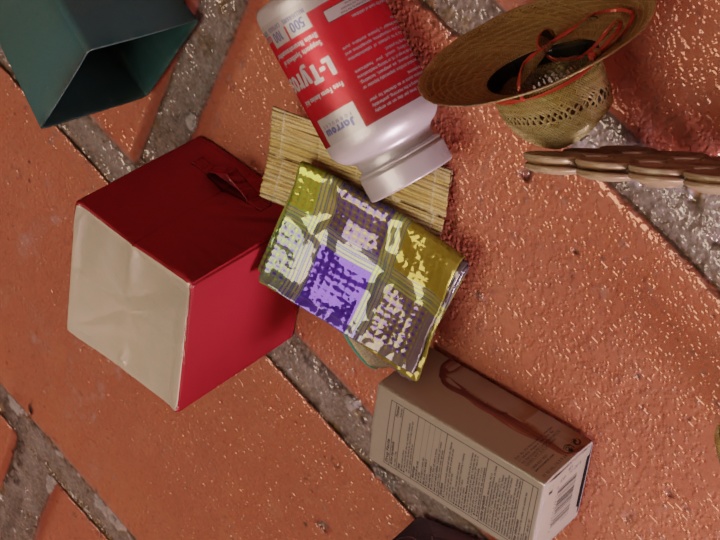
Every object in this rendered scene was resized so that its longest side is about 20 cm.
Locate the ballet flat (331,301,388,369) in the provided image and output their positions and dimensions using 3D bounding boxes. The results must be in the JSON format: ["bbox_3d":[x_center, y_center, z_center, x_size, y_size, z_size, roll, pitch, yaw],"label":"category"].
[{"bbox_3d":[-0.007,0.004,1.750,0.062,0.067,0.201,-25,96,35],"label":"ballet flat"}]

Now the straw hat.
[{"bbox_3d":[0.152,-0.144,1.422,0.200,0.201,0.086,1,126,44],"label":"straw hat"}]

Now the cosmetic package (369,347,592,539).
[{"bbox_3d":[0.113,0.172,1.714,0.199,0.087,0.104,30,133,27],"label":"cosmetic package"}]

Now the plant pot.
[{"bbox_3d":[-0.293,-0.278,1.809,0.201,0.141,0.141,57,139,12],"label":"plant pot"}]

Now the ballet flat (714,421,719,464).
[{"bbox_3d":[0.380,0.193,1.492,0.200,0.071,0.071,39,135,20],"label":"ballet flat"}]

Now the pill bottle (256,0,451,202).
[{"bbox_3d":[-0.001,-0.169,1.601,0.112,0.112,0.201,-25,95,49],"label":"pill bottle"}]

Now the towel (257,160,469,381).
[{"bbox_3d":[0.000,0.000,1.696,0.199,0.023,0.144,34,119,16],"label":"towel"}]

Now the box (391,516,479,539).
[{"bbox_3d":[0.102,0.353,1.800,0.199,0.132,0.116,16,126,37],"label":"box"}]

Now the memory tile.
[{"bbox_3d":[0.242,-0.079,1.392,0.199,0.153,0.017,10,102,42],"label":"memory tile"}]

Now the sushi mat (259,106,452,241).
[{"bbox_3d":[-0.006,-0.082,1.695,0.199,0.012,0.096,21,113,21],"label":"sushi mat"}]

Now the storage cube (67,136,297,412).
[{"bbox_3d":[-0.177,0.000,1.825,0.170,0.179,0.201,34,134,25],"label":"storage cube"}]
